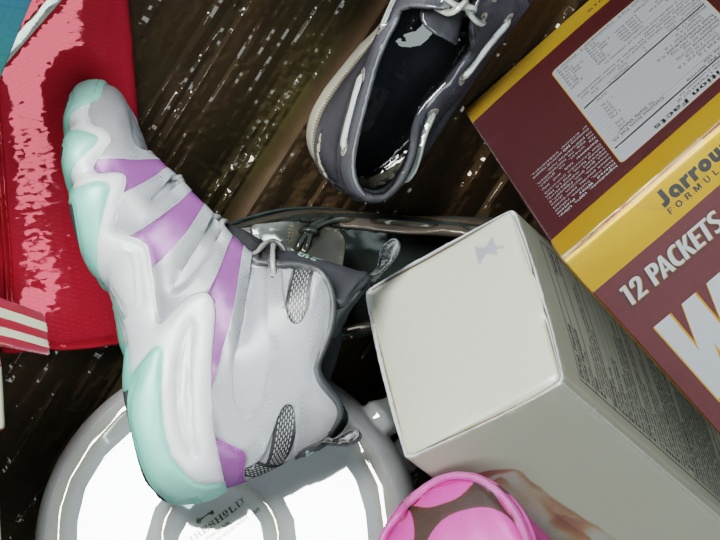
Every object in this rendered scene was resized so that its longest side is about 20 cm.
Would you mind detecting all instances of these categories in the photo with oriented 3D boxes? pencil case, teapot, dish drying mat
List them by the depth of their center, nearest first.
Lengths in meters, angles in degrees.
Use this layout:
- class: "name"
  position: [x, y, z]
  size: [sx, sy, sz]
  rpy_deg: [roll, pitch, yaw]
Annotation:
- class: "pencil case"
  position: [0.083, 0.171, 1.364]
  size: [0.091, 0.094, 0.200]
  rpy_deg: [-34, 140, 10]
- class: "dish drying mat"
  position: [-0.141, -0.056, 1.394]
  size: [0.076, 0.018, 0.201]
  rpy_deg: [-7, 112, -9]
- class: "teapot"
  position: [-0.055, 0.137, 1.423]
  size: [0.199, 0.146, 0.198]
  rpy_deg: [4, 78, 7]

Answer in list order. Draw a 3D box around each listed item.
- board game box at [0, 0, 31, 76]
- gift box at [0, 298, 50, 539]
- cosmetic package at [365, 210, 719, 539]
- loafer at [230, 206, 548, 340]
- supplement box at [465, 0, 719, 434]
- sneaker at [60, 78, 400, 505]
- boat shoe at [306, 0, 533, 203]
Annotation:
- class: "board game box"
  position: [-0.183, -0.186, 1.266]
  size: [0.045, 0.152, 0.201]
  rpy_deg: [4, 115, -51]
- class: "gift box"
  position: [-0.235, 0.081, 1.337]
  size: [0.184, 0.200, 0.188]
  rpy_deg: [-6, 111, -14]
- class: "cosmetic package"
  position: [0.096, 0.071, 1.397]
  size: [0.087, 0.104, 0.200]
  rpy_deg: [-28, 140, 19]
- class: "loafer"
  position: [0.000, 0.000, 1.411]
  size: [0.199, 0.063, 0.072]
  rpy_deg: [-6, 84, -12]
- class: "supplement box"
  position: [0.177, -0.018, 1.371]
  size: [0.133, 0.200, 0.197]
  rpy_deg: [-41, 113, 7]
- class: "sneaker"
  position: [-0.052, -0.004, 1.350]
  size: [0.139, 0.078, 0.201]
  rpy_deg: [-16, 83, -1]
- class: "boat shoe"
  position: [0.045, -0.117, 1.381]
  size: [0.072, 0.063, 0.200]
  rpy_deg: [28, 104, -21]
